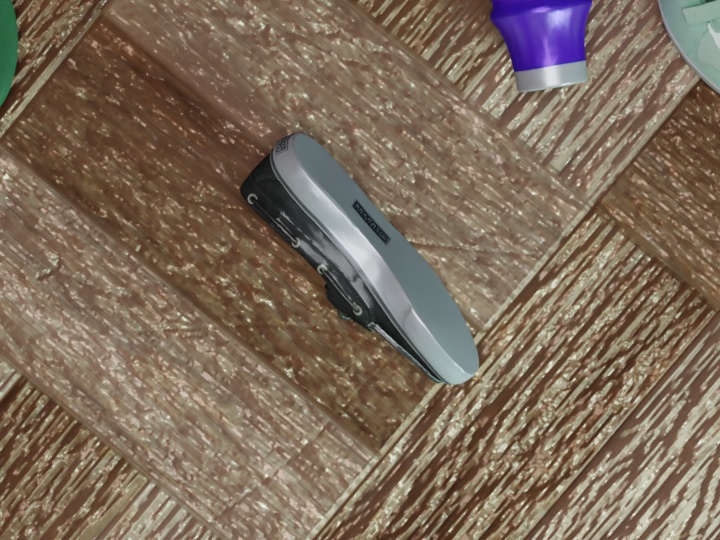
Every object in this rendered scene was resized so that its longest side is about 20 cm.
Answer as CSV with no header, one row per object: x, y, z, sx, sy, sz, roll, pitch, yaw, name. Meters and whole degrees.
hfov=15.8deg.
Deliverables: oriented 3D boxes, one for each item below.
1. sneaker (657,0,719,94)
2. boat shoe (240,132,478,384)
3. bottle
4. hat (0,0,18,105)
0.222,-0.193,1.646,0.074,0.118,0.201,-25,96,3,sneaker
0.000,0.000,1.706,0.057,0.069,0.200,-38,92,24,boat shoe
0.109,-0.217,1.674,0.083,0.065,0.200,-8,95,2,bottle
-0.356,-0.155,1.724,0.200,0.176,0.166,0,95,-36,hat
